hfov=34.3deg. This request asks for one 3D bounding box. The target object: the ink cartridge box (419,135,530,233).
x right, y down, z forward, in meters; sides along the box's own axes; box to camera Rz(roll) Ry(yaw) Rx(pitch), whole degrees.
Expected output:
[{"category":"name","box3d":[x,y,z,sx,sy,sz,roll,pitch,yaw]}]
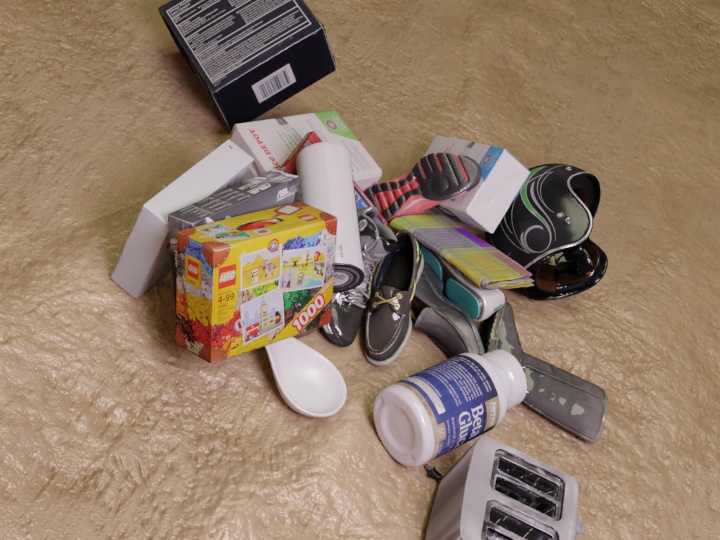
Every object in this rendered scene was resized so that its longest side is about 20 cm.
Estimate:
[{"category":"ink cartridge box","box3d":[0.164,-0.140,1.847,0.067,0.116,0.200,34,-4,-30]}]

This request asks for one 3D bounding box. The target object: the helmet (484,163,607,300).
[{"category":"helmet","box3d":[0.295,-0.070,1.843,0.199,0.200,0.191,6,51,-26]}]

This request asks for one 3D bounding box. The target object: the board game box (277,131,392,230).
[{"category":"board game box","box3d":[-0.039,-0.095,1.707,0.200,0.019,0.103,50,58,-24]}]

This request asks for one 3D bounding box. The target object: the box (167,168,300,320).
[{"category":"box","box3d":[-0.158,-0.026,1.513,0.050,0.159,0.200,19,31,34]}]

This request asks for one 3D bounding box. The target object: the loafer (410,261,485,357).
[{"category":"loafer","box3d":[0.107,0.074,1.695,0.072,0.073,0.200,-16,50,-30]}]

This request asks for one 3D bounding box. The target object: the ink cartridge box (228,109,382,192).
[{"category":"ink cartridge box","box3d":[-0.091,-0.157,1.777,0.199,0.084,0.146,-15,59,-39]}]

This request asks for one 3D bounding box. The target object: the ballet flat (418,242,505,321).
[{"category":"ballet flat","box3d":[0.141,0.010,1.744,0.069,0.070,0.200,-8,35,-36]}]

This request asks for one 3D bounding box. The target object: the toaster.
[{"category":"toaster","box3d":[0.174,0.324,1.455,0.199,0.119,0.181,26,41,-6]}]

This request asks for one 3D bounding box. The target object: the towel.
[{"category":"towel","box3d":[0.152,-0.028,1.741,0.200,0.023,0.143,36,25,31]}]

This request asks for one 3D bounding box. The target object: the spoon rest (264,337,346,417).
[{"category":"spoon rest","box3d":[-0.104,0.118,1.527,0.200,0.061,0.099,35,42,5]}]

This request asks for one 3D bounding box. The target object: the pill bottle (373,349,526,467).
[{"category":"pill bottle","box3d":[0.125,0.175,1.557,0.199,0.111,0.111,-21,63,-34]}]

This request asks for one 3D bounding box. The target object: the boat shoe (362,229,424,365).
[{"category":"boat shoe","box3d":[0.042,0.036,1.653,0.071,0.061,0.202,5,58,16]}]

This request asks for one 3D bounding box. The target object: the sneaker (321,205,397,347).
[{"category":"sneaker","box3d":[0.000,0.000,1.619,0.075,0.115,0.201,19,62,-46]}]

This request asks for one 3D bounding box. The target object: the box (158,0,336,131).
[{"category":"box","box3d":[-0.175,-0.361,1.827,0.199,0.123,0.199,-31,64,-4]}]

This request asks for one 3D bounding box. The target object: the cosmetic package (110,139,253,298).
[{"category":"cosmetic package","box3d":[-0.237,-0.070,1.558,0.052,0.151,0.200,36,42,6]}]

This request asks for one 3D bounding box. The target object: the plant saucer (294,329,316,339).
[{"category":"plant saucer","box3d":[-0.129,0.009,1.638,0.199,0.032,0.201,16,45,-16]}]

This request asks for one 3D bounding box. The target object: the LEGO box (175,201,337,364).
[{"category":"LEGO box","box3d":[-0.128,0.011,1.446,0.077,0.150,0.199,23,29,39]}]

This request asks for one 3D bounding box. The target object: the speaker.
[{"category":"speaker","box3d":[-0.043,-0.075,1.596,0.081,0.081,0.201,8,56,-24]}]

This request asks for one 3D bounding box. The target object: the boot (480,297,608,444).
[{"category":"boot","box3d":[0.270,0.144,1.718,0.199,0.073,0.183,18,57,-6]}]

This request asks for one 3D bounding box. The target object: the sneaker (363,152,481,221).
[{"category":"sneaker","box3d":[0.095,-0.127,1.794,0.087,0.199,0.074,2,70,-70]}]
